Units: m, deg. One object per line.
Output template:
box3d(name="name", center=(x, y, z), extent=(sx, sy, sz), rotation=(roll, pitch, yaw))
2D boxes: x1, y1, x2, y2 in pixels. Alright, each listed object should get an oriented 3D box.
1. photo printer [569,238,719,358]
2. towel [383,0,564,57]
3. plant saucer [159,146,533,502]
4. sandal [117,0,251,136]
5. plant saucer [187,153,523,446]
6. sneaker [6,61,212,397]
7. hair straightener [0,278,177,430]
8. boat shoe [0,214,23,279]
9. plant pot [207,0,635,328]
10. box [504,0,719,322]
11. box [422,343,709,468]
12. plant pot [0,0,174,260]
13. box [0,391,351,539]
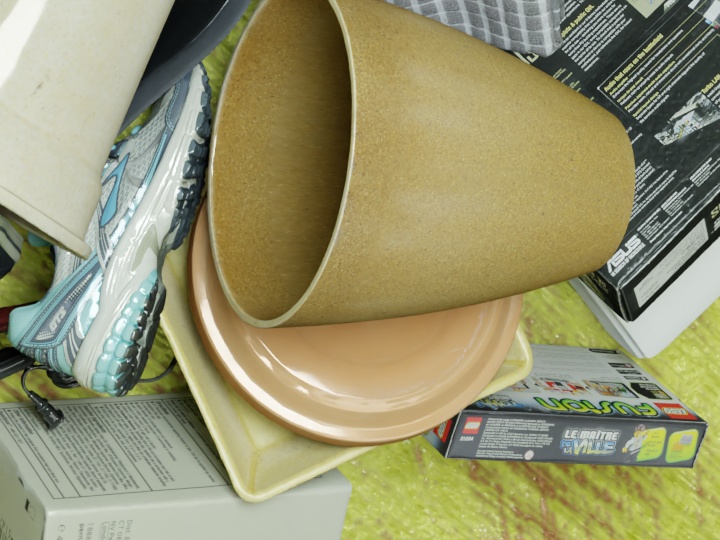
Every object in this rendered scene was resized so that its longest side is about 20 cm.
box3d(name="photo printer", center=(0.208, -0.062, 1.580), extent=(0.200, 0.069, 0.167), rotation=(-43, 128, -4))
box3d(name="towel", center=(0.027, -0.194, 1.324), extent=(0.165, 0.086, 0.200), rotation=(-4, 146, 11))
box3d(name="plant saucer", center=(-0.026, 0.012, 1.447), extent=(0.199, 0.048, 0.201), rotation=(-24, 84, -17))
box3d(name="sandal", center=(-0.126, -0.126, 1.345), extent=(0.200, 0.076, 0.043), rotation=(-48, 128, 1))
box3d(name="plant saucer", center=(0.000, 0.000, 1.414), extent=(0.199, 0.032, 0.202), rotation=(3, 77, -13))
box3d(name="sneaker", center=(-0.140, -0.035, 1.366), extent=(0.086, 0.078, 0.201), rotation=(17, 71, 3))
box3d(name="hair straightener", center=(-0.182, 0.052, 1.429), extent=(0.199, 0.041, 0.077), rotation=(-18, 103, -29))
box3d(name="boat shoe", center=(-0.227, -0.016, 1.291), extent=(0.062, 0.074, 0.200), rotation=(-58, 172, -7))
box3d(name="plant pot", center=(0.043, -0.053, 1.333), extent=(0.199, 0.186, 0.187), rotation=(6, 112, -25))
box3d(name="box", center=(0.171, -0.099, 1.469), extent=(0.200, 0.164, 0.086), rotation=(-45, 162, -3))
box3d(name="box", center=(0.114, 0.084, 1.577), extent=(0.199, 0.110, 0.035), rotation=(5, 113, -32))
box3d(name="plant pot", center=(-0.179, -0.134, 1.254), extent=(0.200, 0.200, 0.184), rotation=(35, 84, -38))
box3d(name="box", center=(-0.126, 0.149, 1.460), extent=(0.199, 0.128, 0.110), rotation=(-1, 117, -29))
